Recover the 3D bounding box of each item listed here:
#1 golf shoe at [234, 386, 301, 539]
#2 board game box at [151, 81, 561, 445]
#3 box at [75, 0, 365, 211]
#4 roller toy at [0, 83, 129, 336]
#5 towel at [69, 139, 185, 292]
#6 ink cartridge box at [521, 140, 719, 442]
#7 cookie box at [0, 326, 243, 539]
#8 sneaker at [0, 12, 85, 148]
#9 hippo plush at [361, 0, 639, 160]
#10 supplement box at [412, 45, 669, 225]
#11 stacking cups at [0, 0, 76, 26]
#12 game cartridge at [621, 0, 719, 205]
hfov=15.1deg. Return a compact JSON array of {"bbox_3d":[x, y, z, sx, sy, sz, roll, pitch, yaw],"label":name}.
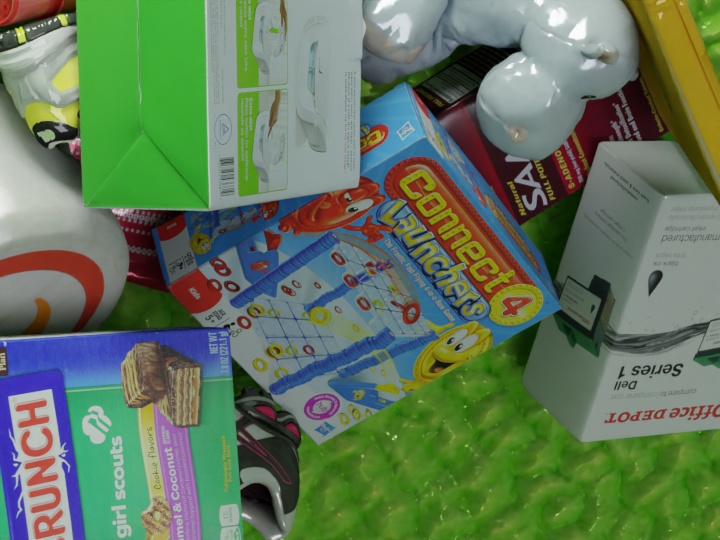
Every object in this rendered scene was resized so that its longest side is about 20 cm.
[{"bbox_3d":[-0.111,0.107,1.743,0.200,0.088,0.077,25,131,-37],"label":"golf shoe"},{"bbox_3d":[0.000,0.000,1.780,0.196,0.056,0.200,-30,133,13],"label":"board game box"},{"bbox_3d":[-0.080,-0.142,1.615,0.176,0.096,0.201,-14,104,-60],"label":"box"},{"bbox_3d":[-0.247,-0.018,1.655,0.182,0.140,0.200,-7,144,-38],"label":"roller toy"},{"bbox_3d":[-0.131,-0.084,1.775,0.144,0.022,0.201,10,101,-24],"label":"towel"},{"bbox_3d":[0.214,0.014,1.891,0.146,0.084,0.200,-3,122,-33],"label":"ink cartridge box"},{"bbox_3d":[-0.170,0.122,1.615,0.200,0.075,0.172,-3,89,-42],"label":"cookie box"},{"bbox_3d":[-0.157,-0.116,1.659,0.200,0.075,0.077,-15,93,-60],"label":"sneaker"},{"bbox_3d":[0.106,-0.163,1.746,0.161,0.159,0.200,41,100,6],"label":"hippo plush"},{"bbox_3d":[0.127,-0.111,1.857,0.200,0.061,0.109,-32,118,-10],"label":"supplement box"},{"bbox_3d":[-0.160,-0.187,1.656,0.200,0.060,0.061,-21,118,-48],"label":"stacking cups"},{"bbox_3d":[0.193,-0.153,1.735,0.032,0.176,0.200,-24,119,1],"label":"game cartridge"}]
